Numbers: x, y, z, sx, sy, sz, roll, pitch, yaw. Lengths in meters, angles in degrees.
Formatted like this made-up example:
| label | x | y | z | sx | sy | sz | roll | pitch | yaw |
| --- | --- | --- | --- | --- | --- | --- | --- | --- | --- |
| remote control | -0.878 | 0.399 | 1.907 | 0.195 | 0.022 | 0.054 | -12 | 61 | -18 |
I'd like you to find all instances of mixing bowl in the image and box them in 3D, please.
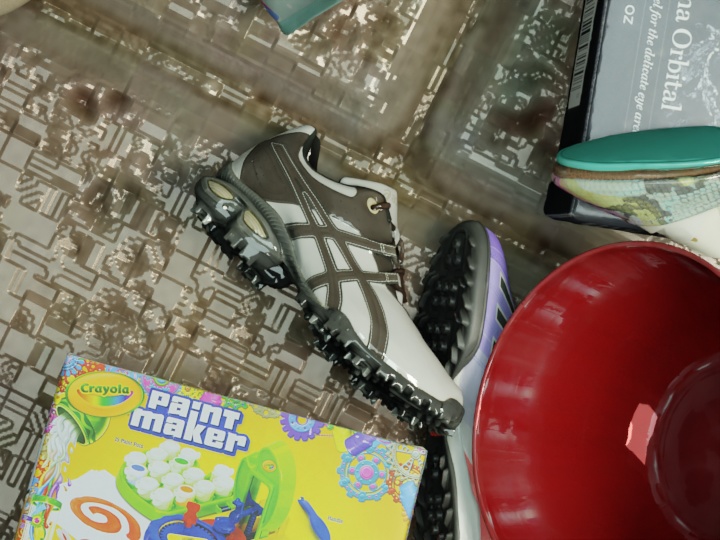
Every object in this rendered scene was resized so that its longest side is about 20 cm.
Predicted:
| label | x | y | z | sx | sy | sz | roll | pitch | yaw |
| --- | --- | --- | --- | --- | --- | --- | --- | --- | --- |
| mixing bowl | 0.169 | 0.090 | 1.464 | 0.199 | 0.108 | 0.202 | -9 | 77 | 41 |

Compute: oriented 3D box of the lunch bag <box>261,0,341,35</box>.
| label | x | y | z | sx | sy | sz | roll | pitch | yaw |
| --- | --- | --- | --- | --- | --- | --- | --- | --- | --- |
| lunch bag | -0.019 | -0.230 | 1.439 | 0.122 | 0.200 | 0.171 | -36 | 98 | -20 |

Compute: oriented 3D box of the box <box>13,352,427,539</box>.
| label | x | y | z | sx | sy | sz | roll | pitch | yaw |
| --- | --- | --- | --- | --- | --- | --- | --- | --- | --- |
| box | -0.087 | 0.170 | 1.478 | 0.199 | 0.122 | 0.194 | 15 | 76 | -1 |

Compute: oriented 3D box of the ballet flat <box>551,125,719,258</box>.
| label | x | y | z | sx | sy | sz | roll | pitch | yaw |
| --- | --- | --- | --- | --- | --- | --- | --- | --- | --- |
| ballet flat | 0.200 | -0.048 | 1.420 | 0.199 | 0.069 | 0.072 | -14 | 112 | -1 |

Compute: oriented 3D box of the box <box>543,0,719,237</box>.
| label | x | y | z | sx | sy | sz | roll | pitch | yaw |
| --- | --- | --- | --- | --- | --- | --- | --- | --- | --- |
| box | 0.218 | -0.110 | 1.505 | 0.199 | 0.117 | 0.198 | 9 | 91 | -3 |

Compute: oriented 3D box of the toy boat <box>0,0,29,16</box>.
| label | x | y | z | sx | sy | sz | roll | pitch | yaw |
| --- | --- | --- | --- | --- | --- | --- | --- | --- | --- |
| toy boat | -0.219 | -0.239 | 1.503 | 0.130 | 0.130 | 0.201 | 23 | 90 | 29 |

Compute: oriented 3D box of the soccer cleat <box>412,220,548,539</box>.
| label | x | y | z | sx | sy | sz | roll | pitch | yaw |
| --- | --- | --- | --- | --- | --- | --- | --- | --- | --- |
| soccer cleat | 0.072 | 0.073 | 1.538 | 0.073 | 0.068 | 0.201 | 2 | 88 | -24 |

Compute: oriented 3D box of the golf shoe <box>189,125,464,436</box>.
| label | x | y | z | sx | sy | sz | roll | pitch | yaw |
| --- | --- | --- | --- | --- | --- | --- | --- | --- | --- |
| golf shoe | 0.000 | 0.000 | 1.505 | 0.094 | 0.078 | 0.200 | -41 | 75 | -10 |
